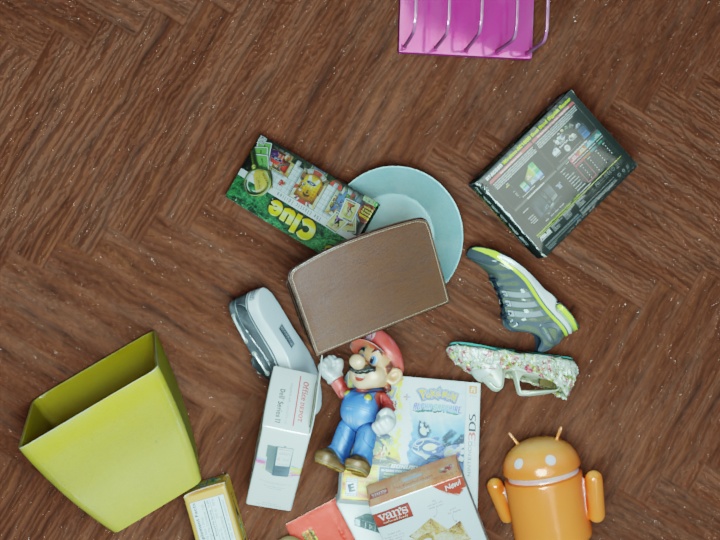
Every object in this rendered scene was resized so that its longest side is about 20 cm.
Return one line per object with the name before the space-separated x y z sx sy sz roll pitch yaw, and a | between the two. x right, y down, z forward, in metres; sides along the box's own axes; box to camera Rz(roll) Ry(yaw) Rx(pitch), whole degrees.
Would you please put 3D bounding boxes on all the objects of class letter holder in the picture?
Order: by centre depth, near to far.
letter holder | 0.000 0.000 1.463 0.199 0.101 0.143 -22 118 -7

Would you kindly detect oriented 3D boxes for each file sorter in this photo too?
file sorter | 0.160 -0.383 1.527 0.198 0.125 0.140 2 90 -6

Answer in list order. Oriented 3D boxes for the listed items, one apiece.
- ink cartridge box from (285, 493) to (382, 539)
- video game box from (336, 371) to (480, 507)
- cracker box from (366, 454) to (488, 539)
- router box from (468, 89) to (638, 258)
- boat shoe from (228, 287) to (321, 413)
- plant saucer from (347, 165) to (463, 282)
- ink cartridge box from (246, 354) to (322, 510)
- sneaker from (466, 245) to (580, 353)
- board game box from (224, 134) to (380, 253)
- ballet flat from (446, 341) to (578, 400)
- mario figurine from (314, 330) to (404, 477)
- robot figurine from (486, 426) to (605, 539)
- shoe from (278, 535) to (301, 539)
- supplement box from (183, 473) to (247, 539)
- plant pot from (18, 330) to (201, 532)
ink cartridge box | 0.011 0.414 1.565 0.173 0.044 0.201 -27 93 -6
video game box | 0.071 0.244 1.542 0.198 0.047 0.184 5 70 -6
cracker box | 0.103 0.365 1.485 0.133 0.058 0.201 -20 112 4
router box | 0.278 -0.139 1.574 0.200 0.062 0.150 -44 95 -4
boat shoe | -0.123 0.122 1.538 0.067 0.072 0.201 -20 109 28
plant saucer | 0.048 -0.049 1.564 0.199 0.039 0.203 0 91 -7
ink cartridge box | -0.103 0.214 1.465 0.067 0.118 0.201 12 127 -5
sneaker | 0.224 0.041 1.569 0.200 0.074 0.081 42 90 -3
board game box | -0.083 -0.099 1.532 0.199 0.023 0.105 30 93 9
ballet flat | 0.220 0.146 1.564 0.198 0.076 0.065 8 72 -5
mario figurine | -0.007 0.171 1.478 0.122 0.106 0.202 16 71 1
robot figurine | 0.266 0.327 1.554 0.116 0.144 0.202 -11 93 -27
shoe | -0.037 0.443 1.533 0.199 0.053 0.070 22 107 7
supplement box | -0.192 0.396 1.532 0.068 0.067 0.202 -13 91 -3
plant pot | -0.319 0.227 1.461 0.199 0.200 0.177 -29 105 -5
